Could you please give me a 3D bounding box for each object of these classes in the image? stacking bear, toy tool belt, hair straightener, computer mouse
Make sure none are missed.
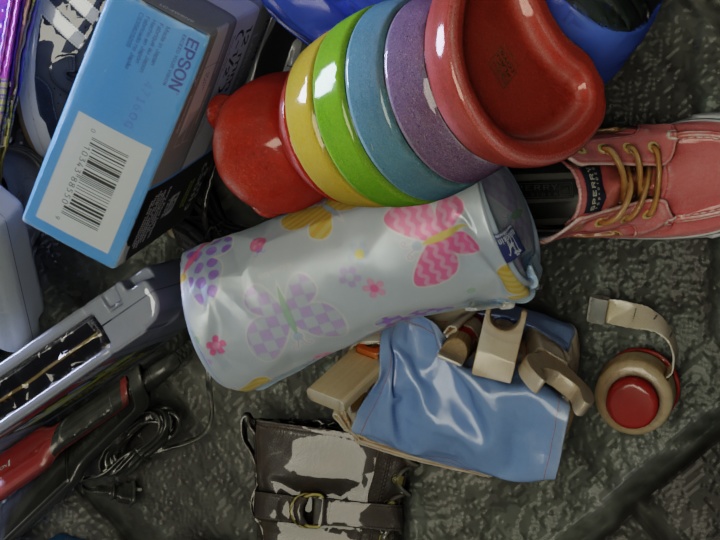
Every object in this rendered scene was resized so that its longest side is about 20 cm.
[{"bbox_3d":[0.006,-0.083,1.354,0.199,0.114,0.122,-16,114,40],"label":"stacking bear"},{"bbox_3d":[0.077,0.072,1.476,0.199,0.123,0.126,12,112,10],"label":"toy tool belt"},{"bbox_3d":[-0.159,0.109,1.596,0.200,0.041,0.077,-39,127,19],"label":"hair straightener"},{"bbox_3d":[-0.061,-0.101,1.523,0.044,0.110,0.201,11,97,-28],"label":"computer mouse"}]

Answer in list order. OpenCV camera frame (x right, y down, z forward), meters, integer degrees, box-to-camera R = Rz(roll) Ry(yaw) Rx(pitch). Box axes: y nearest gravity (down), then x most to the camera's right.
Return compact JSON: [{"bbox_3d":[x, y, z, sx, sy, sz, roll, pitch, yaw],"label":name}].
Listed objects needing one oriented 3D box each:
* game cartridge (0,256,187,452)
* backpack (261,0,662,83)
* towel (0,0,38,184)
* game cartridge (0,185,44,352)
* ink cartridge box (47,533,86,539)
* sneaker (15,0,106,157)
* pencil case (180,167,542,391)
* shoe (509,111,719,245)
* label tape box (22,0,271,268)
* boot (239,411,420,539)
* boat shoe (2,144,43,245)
[{"bbox_3d":[-0.177,0.058,1.545,0.199,0.133,0.041,-34,90,17],"label":"game cartridge"},{"bbox_3d":[0.060,-0.167,1.440,0.200,0.163,0.168,36,127,-1],"label":"backpack"},{"bbox_3d":[-0.236,-0.125,1.545,0.143,0.023,0.201,16,97,53],"label":"towel"},{"bbox_3d":[-0.272,-0.042,1.505,0.199,0.134,0.042,29,62,24],"label":"game cartridge"},{"bbox_3d":[-0.196,0.240,1.541,0.067,0.200,0.117,13,101,13],"label":"ink cartridge box"},{"bbox_3d":[-0.140,-0.161,1.537,0.108,0.070,0.201,9,97,16],"label":"sneaker"},{"bbox_3d":[0.000,0.000,1.424,0.199,0.083,0.091,-18,119,18],"label":"pencil case"},{"bbox_3d":[0.147,-0.046,1.462,0.199,0.091,0.072,-4,97,16],"label":"shoe"},{"bbox_3d":[-0.105,-0.098,1.462,0.066,0.200,0.144,27,109,9],"label":"label tape box"},{"bbox_3d":[0.013,0.176,1.546,0.199,0.069,0.175,11,90,1],"label":"boot"},{"bbox_3d":[-0.247,0.019,1.592,0.072,0.068,0.201,33,105,8],"label":"boat shoe"}]
